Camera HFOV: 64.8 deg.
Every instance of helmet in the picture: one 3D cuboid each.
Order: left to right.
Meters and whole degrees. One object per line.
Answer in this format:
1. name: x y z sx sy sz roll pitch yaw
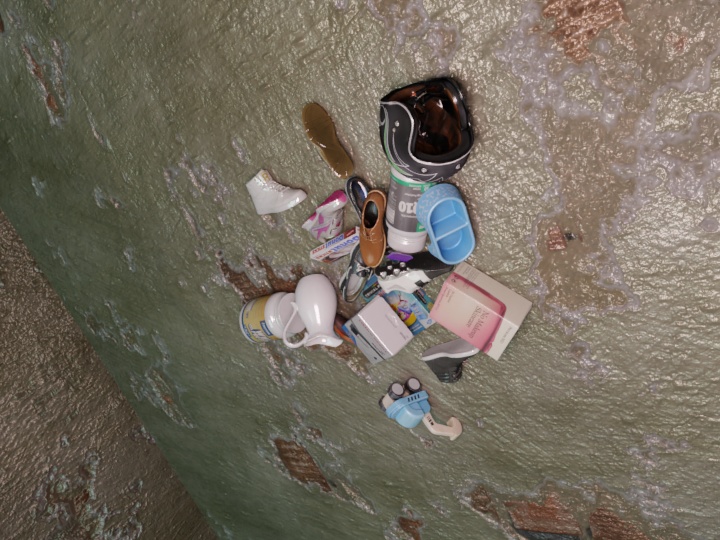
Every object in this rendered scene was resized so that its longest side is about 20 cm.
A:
1. helmet: 0.134 -0.279 1.168 0.198 0.200 0.192 1 122 36

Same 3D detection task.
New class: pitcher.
1. pitcher: -0.146 0.120 1.622 0.121 0.170 0.202 124 139 -62

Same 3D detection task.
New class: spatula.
1. spatula: 0.081 -0.040 1.410 0.056 0.200 0.021 11 95 -12

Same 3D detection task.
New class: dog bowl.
1. dog bowl: 0.197 -0.097 1.278 0.201 0.111 0.050 65 179 -36

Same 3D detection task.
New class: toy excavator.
1. toy excavator: 0.176 0.421 1.658 0.201 0.193 0.100 60 141 28

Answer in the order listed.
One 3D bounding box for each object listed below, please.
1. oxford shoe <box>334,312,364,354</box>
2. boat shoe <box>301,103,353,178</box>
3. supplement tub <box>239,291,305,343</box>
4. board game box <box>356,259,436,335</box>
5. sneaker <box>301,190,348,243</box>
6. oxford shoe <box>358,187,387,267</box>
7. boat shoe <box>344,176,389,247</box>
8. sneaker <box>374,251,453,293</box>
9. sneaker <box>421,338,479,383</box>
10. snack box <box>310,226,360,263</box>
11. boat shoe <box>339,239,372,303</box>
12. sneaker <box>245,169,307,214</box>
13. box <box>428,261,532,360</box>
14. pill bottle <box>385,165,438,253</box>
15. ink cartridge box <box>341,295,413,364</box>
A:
1. oxford shoe: -0.005 0.178 1.677 0.199 0.071 0.073 36 114 6
2. boat shoe: -0.087 -0.311 1.395 0.202 0.073 0.065 64 170 0
3. supplement tub: -0.272 0.147 1.788 0.199 0.145 0.146 -15 109 42
4. board game box: 0.102 0.082 1.534 0.200 0.047 0.151 49 135 -1
5. sneaker: -0.076 -0.139 1.499 0.088 0.081 0.200 46 148 -4
6. oxford shoe: 0.023 -0.092 1.363 0.071 0.071 0.202 8 119 15
7. boat shoe: 0.027 -0.145 1.412 0.201 0.069 0.066 63 175 -6
8. sneaker: 0.141 0.012 1.425 0.198 0.074 0.089 -9 129 17
9. sneaker: 0.260 0.244 1.514 0.199 0.071 0.100 -23 106 50
10. snack box: -0.049 -0.066 1.534 0.199 0.071 0.025 -25 58 44
11. boat shoe: 0.000 0.000 1.499 0.075 0.061 0.201 5 129 -19
12. sneaker: -0.243 -0.224 1.567 0.199 0.074 0.116 -5 118 40
13. box: 0.285 0.095 1.362 0.199 0.109 0.129 32 133 15
14. pill bottle: 0.117 -0.150 1.320 0.112 0.113 0.202 22 130 23
15. ink cartridge box: 0.041 0.165 1.537 0.145 0.084 0.200 49 159 2
